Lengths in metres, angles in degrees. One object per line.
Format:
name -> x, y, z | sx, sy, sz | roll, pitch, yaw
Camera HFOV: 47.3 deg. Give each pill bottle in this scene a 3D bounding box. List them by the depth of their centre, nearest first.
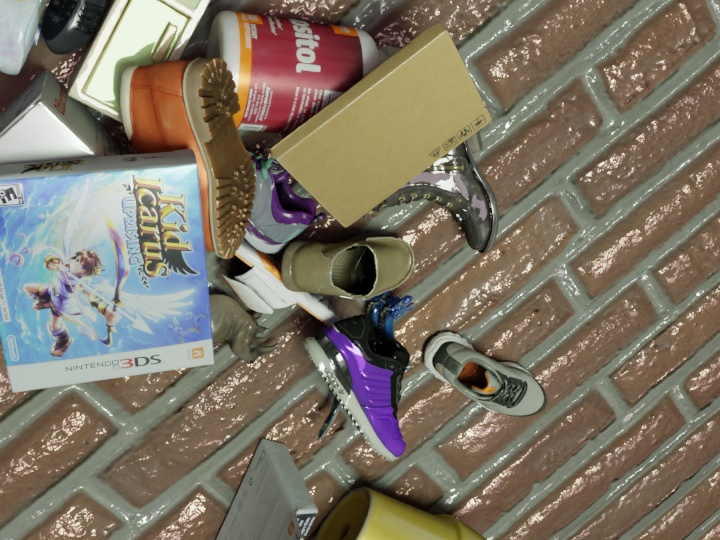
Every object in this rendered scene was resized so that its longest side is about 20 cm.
pill bottle -> -0.051, -0.194, 0.834 | 0.200, 0.113, 0.113 | 1, 110, -21

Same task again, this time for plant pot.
plant pot -> 0.044, 0.387, 1.071 | 0.189, 0.201, 0.201 | 39, 94, -12

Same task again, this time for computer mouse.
computer mouse -> -0.237, -0.290, 0.765 | 0.034, 0.059, 0.200 | 24, 97, -49

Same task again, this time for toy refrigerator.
toy refrigerator -> -0.200, -0.242, 0.784 | 0.076, 0.070, 0.200 | 27, 99, -27

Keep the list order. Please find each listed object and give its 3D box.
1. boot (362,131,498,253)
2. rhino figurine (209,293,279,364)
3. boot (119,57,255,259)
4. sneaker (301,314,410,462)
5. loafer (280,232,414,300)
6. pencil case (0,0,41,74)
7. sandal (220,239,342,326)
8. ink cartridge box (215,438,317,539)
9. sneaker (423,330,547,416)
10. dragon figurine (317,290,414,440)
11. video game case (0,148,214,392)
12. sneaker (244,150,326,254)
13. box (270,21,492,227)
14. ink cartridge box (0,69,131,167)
boot -> 0.059, -0.092, 0.949 | 0.174, 0.069, 0.200 | -20, 109, -9
rhino figurine -> -0.179, 0.062, 0.921 | 0.200, 0.060, 0.088 | 18, 107, -27
boot -> -0.164, -0.104, 0.781 | 0.107, 0.075, 0.200 | 6, 123, 20
sneaker -> 0.022, 0.133, 0.949 | 0.099, 0.070, 0.200 | -35, 119, -7
loafer -> 0.000, 0.000, 0.920 | 0.200, 0.067, 0.076 | -9, 108, -47
pencil case -> -0.381, -0.238, 0.711 | 0.200, 0.083, 0.091 | 12, 102, -24
sandal -> -0.098, 0.027, 0.925 | 0.059, 0.079, 0.207 | -48, 121, 2
ink cartridge box -> -0.116, 0.337, 0.975 | 0.041, 0.200, 0.200 | 19, 104, -25
sneaker -> 0.171, 0.151, 1.075 | 0.200, 0.079, 0.074 | 27, 98, -28
dragon figurine -> -0.006, 0.107, 1.002 | 0.200, 0.059, 0.099 | -42, 119, -1
video game case -> -0.227, 0.001, 0.723 | 0.181, 0.045, 0.200 | -7, 116, -15
sneaker -> -0.123, -0.110, 0.843 | 0.087, 0.075, 0.200 | -28, 119, 30
box -> 0.028, -0.139, 0.830 | 0.200, 0.021, 0.163 | -36, 149, 8
ink cartridge box -> -0.256, -0.079, 0.785 | 0.084, 0.145, 0.200 | -41, 119, 2
